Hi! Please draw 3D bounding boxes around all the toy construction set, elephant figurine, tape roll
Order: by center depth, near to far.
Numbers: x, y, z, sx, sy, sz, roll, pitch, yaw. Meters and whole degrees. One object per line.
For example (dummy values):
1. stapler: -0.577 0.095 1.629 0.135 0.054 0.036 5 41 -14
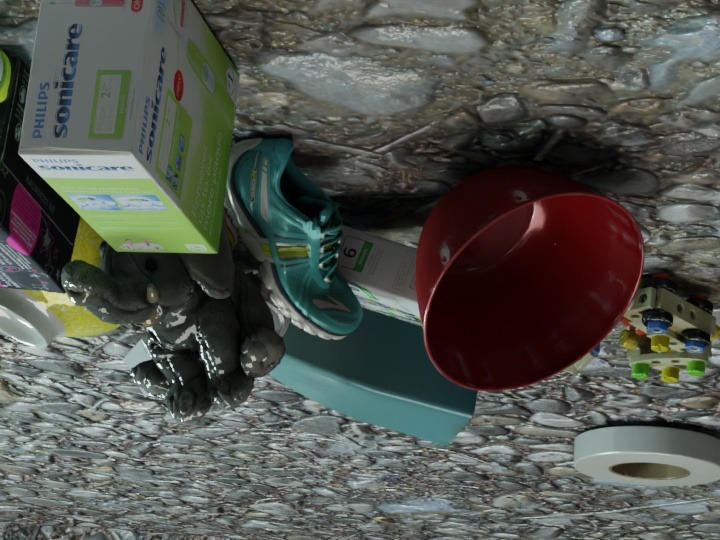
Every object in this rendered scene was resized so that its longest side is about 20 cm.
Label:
1. elephant figurine: -0.152 0.010 1.456 0.200 0.141 0.155 56 169 -32
2. toy construction set: 0.274 0.058 1.808 0.199 0.093 0.131 7 166 -44
3. tape roll: 0.379 0.245 2.412 0.201 0.037 0.203 4 162 1

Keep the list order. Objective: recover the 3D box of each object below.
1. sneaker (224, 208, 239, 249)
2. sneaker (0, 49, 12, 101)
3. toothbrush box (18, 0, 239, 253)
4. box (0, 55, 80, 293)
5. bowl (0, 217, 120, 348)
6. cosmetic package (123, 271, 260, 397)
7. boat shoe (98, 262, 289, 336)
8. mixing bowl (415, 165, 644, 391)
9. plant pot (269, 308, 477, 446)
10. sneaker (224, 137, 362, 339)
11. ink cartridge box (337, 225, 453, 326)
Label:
1. sneaker: -0.154 -0.032 1.641 0.073 0.082 0.200 -1 162 17
2. sneaker: -0.357 -0.154 1.330 0.198 0.074 0.081 -5 155 6
3. toothbrush box: -0.156 -0.111 1.286 0.085 0.147 0.200 1 161 14
4. box: -0.303 -0.077 1.459 0.114 0.133 0.200 6 162 10
5. bowl: -0.284 0.003 1.633 0.199 0.108 0.200 25 158 11
6. cosmetic package: -0.144 0.059 1.760 0.150 0.052 0.200 -27 179 -14
7. boat shoe: -0.136 0.033 1.597 0.199 0.072 0.068 24 -174 -38
8. mixing bowl: 0.121 -0.012 1.518 0.199 0.109 0.201 -16 133 -17
9. plant pot: 0.016 0.074 1.850 0.199 0.142 0.141 13 162 -4
10. sneaker: -0.048 -0.024 1.545 0.079 0.078 0.201 -17 120 26
11. ink cartridge box: 0.000 0.000 1.657 0.199 0.051 0.109 17 169 27
